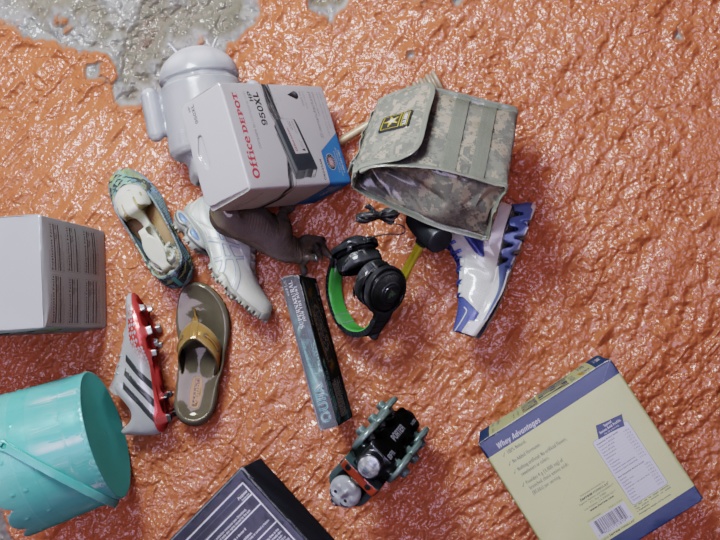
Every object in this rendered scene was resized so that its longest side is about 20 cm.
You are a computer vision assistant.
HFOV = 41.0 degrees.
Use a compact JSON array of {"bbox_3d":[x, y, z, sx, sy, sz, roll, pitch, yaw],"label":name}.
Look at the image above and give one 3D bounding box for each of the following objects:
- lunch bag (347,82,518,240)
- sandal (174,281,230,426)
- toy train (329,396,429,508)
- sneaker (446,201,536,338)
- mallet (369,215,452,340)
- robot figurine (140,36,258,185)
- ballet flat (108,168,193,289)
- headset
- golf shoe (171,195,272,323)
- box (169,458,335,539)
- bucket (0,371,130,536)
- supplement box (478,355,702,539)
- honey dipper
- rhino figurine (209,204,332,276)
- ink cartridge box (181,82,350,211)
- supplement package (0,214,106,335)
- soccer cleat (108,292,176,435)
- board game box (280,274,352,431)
[{"bbox_3d":[0.093,-0.152,1.247,0.198,0.118,0.165,15,47,2],"label":"lunch bag"},{"bbox_3d":[-0.228,0.115,1.345,0.079,0.054,0.202,3,81,7],"label":"sandal"},{"bbox_3d":[0.021,0.239,1.241,0.085,0.200,0.114,42,107,6],"label":"toy train"},{"bbox_3d":[0.150,-0.014,1.297,0.114,0.081,0.201,22,84,12],"label":"sneaker"},{"bbox_3d":[0.063,0.014,1.288,0.066,0.041,0.202,41,116,45],"label":"mallet"},{"bbox_3d":[-0.216,-0.223,1.335,0.168,0.113,0.202,-9,85,-21],"label":"robot figurine"},{"bbox_3d":[-0.301,-0.066,1.355,0.074,0.074,0.201,-37,79,4],"label":"ballet flat"},{"bbox_3d":[0.000,0.000,1.266,0.124,0.093,0.201,53,132,34],"label":"headset"},{"bbox_3d":[-0.171,-0.024,1.340,0.097,0.078,0.201,-38,85,-3],"label":"golf shoe"},{"bbox_3d":[-0.148,0.395,1.285,0.200,0.123,0.198,-44,83,1],"label":"box"},{"bbox_3d":[-0.403,0.242,1.295,0.133,0.207,0.209,-18,85,0],"label":"bucket"},{"bbox_3d":[0.285,0.246,1.229,0.199,0.134,0.201,-33,83,5],"label":"supplement box"},{"bbox_3d":[0.024,-0.214,1.343,0.199,0.038,0.038,-29,83,8],"label":"honey dipper"},{"bbox_3d":[-0.120,-0.054,1.314,0.199,0.088,0.060,29,131,-18],"label":"rhino figurine"},{"bbox_3d":[-0.121,-0.163,1.268,0.084,0.199,0.146,-22,83,39],"label":"ink cartridge box"},{"bbox_3d":[-0.475,0.013,1.313,0.189,0.200,0.149,-4,86,8],"label":"supplement package"},{"bbox_3d":[-0.317,0.134,1.353,0.084,0.069,0.202,-13,90,3],"label":"soccer cleat"},{"bbox_3d":[-0.057,0.107,1.284,0.028,0.135,0.202,-16,84,7],"label":"board game box"}]
